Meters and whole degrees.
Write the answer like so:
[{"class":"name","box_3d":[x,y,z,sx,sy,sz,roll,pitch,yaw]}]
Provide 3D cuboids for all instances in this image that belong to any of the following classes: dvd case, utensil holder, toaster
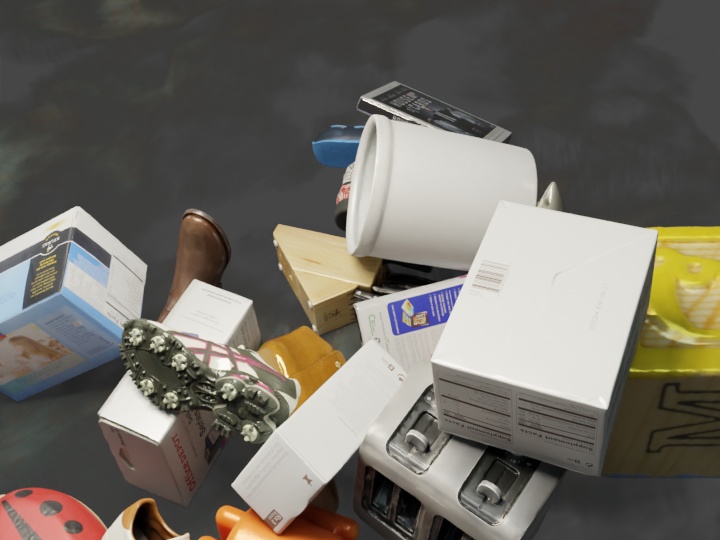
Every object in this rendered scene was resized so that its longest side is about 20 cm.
[{"class":"dvd case","box_3d":[0.109,-0.212,1.350,0.198,0.025,0.150,26,26,11]},{"class":"utensil holder","box_3d":[0.095,-0.088,1.152,0.197,0.171,0.172,8,48,-10]},{"class":"toaster","box_3d":[0.093,0.215,0.950,0.180,0.201,0.119,32,57,19]}]

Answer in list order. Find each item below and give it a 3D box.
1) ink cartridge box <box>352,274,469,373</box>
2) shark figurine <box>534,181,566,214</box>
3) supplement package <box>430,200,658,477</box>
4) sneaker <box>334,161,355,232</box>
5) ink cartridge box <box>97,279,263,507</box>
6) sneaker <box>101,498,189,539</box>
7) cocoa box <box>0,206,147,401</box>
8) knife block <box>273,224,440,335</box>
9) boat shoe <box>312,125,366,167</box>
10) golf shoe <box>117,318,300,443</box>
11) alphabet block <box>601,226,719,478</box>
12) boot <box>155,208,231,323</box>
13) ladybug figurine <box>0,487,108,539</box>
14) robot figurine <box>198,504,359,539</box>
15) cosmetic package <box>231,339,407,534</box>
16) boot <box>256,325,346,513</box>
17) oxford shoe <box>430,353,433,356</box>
[{"class":"ink cartridge box","box_3d":[0.096,0.064,1.136,0.197,0.096,0.037,-14,10,-5]},{"class":"shark figurine","box_3d":[0.260,-0.016,1.166,0.088,0.214,0.130,15,86,26]},{"class":"supplement package","box_3d":[0.170,0.056,0.865,0.154,0.112,0.201,13,52,21]},{"class":"sneaker","box_3d":[0.066,-0.107,1.301,0.198,0.068,0.109,1,52,10]},{"class":"ink cartridge box","box_3d":[-0.191,0.138,1.065,0.086,0.146,0.201,18,53,20]},{"class":"sneaker","box_3d":[-0.187,0.315,0.931,0.072,0.085,0.201,-2,46,-54]},{"class":"cocoa box","box_3d":[-0.373,0.044,1.126,0.198,0.133,0.133,-23,47,21]},{"class":"knife block","box_3d":[0.000,0.000,1.220,0.174,0.064,0.201,-22,51,-14]},{"class":"boat shoe","box_3d":[0.029,-0.187,1.366,0.197,0.085,0.069,13,48,14]},{"class":"golf shoe","box_3d":[-0.155,0.106,0.966,0.198,0.078,0.088,27,24,16]},{"class":"alphabet block","box_3d":[0.345,0.090,1.019,0.193,0.201,0.197,-2,49,3]},{"class":"boot","box_3d":[-0.222,0.054,1.118,0.063,0.188,0.201,17,50,12]},{"class":"ladybug figurine","box_3d":[-0.332,0.298,0.990,0.199,0.072,0.136,33,60,29]},{"class":"robot figurine","box_3d":[-0.066,0.306,0.930,0.198,0.118,0.144,18,9,20]},{"class":"cosmetic package","box_3d":[-0.033,0.162,0.957,0.074,0.102,0.200,44,34,7]},{"class":"boot","box_3d":[-0.047,0.162,1.081,0.143,0.071,0.203,-23,77,-49]},{"class":"oxford shoe","box_3d":[0.144,0.131,1.038,0.072,0.072,0.200,-29,33,-4]}]
